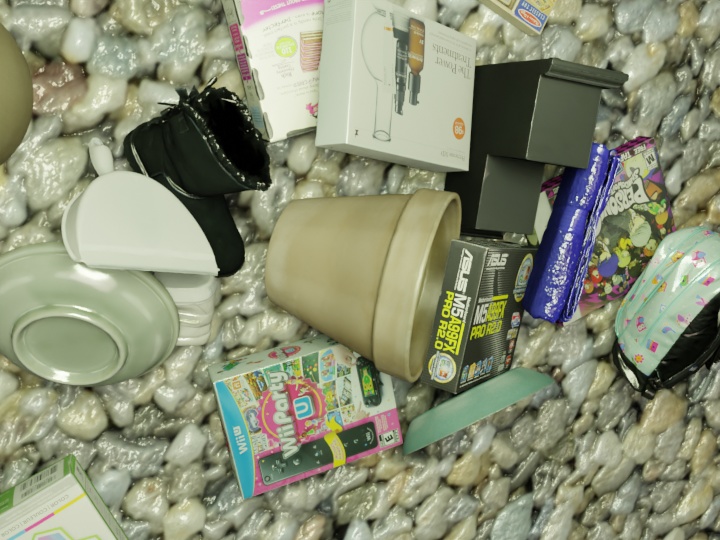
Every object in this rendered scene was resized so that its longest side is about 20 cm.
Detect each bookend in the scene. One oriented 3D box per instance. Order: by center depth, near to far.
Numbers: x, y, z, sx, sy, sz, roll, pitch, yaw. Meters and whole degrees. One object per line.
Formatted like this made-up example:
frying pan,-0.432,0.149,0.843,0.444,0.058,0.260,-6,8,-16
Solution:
bookend,0.180,-0.123,0.880,0.092,0.200,0.200,5,98,-20

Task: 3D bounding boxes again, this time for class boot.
boot,-0.143,-0.084,0.790,0.073,0.162,0.199,-43,112,-37
boot,-0.252,0.036,0.831,0.199,0.074,0.096,8,124,-3

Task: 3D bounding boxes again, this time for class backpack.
backpack,0.410,0.047,1.006,0.166,0.127,0.201,-20,141,-38

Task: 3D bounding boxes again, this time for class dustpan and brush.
dustpan and brush,-0.228,-0.066,0.764,0.139,0.201,0.057,5,143,-41

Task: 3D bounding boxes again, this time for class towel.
towel,0.239,-0.040,0.907,0.049,0.148,0.201,18,95,6

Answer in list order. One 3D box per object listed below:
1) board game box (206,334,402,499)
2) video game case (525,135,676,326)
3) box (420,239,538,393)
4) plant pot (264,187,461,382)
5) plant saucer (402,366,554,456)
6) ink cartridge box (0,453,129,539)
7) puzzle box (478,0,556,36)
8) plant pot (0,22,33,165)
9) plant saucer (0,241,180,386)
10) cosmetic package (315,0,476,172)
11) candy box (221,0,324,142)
board game box,-0.062,0.159,0.926,0.199,0.064,0.148,-15,105,-15
video game case,0.311,-0.051,1.028,0.199,0.036,0.182,-25,109,-13
box,0.142,0.047,0.920,0.200,0.044,0.161,-1,105,-63
plant pot,0.000,0.000,0.846,0.173,0.200,0.201,13,98,16
plant saucer,0.132,0.160,0.942,0.199,0.200,0.036,-23,78,-14
ink cartridge box,-0.312,0.314,0.871,0.104,0.059,0.201,-29,109,-12
puzzle box,0.156,-0.378,0.913,0.199,0.025,0.134,26,92,-22
plant pot,-0.382,-0.156,0.676,0.186,0.200,0.188,-4,102,-19
plant saucer,-0.280,0.061,0.782,0.199,0.050,0.201,-2,134,-2
cosmetic package,0.043,-0.192,0.844,0.199,0.052,0.152,3,93,-46
candy box,-0.065,-0.249,0.842,0.136,0.061,0.201,-18,106,-17
